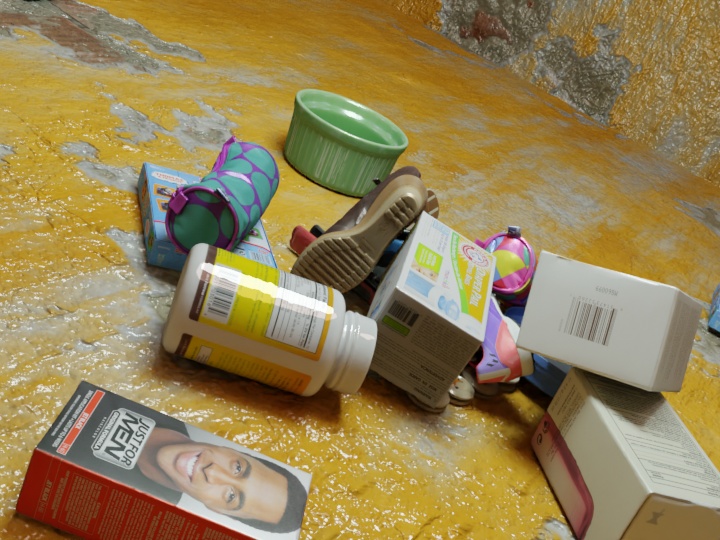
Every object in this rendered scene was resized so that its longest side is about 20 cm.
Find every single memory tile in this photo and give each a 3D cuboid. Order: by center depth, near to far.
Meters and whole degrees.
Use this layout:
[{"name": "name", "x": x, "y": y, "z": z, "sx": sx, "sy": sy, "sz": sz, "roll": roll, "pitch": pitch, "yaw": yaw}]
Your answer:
[{"name": "memory tile", "x": 0.090, "y": 0.103, "z": 1.124, "sx": 0.153, "sy": 0.017, "sz": 0.198, "roll": 41, "pitch": 27, "yaw": 31}]

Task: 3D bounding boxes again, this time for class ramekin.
[{"name": "ramekin", "x": -0.029, "y": -0.204, "z": 1.540, "sx": 0.196, "sy": 0.099, "sz": 0.201, "roll": 21, "pitch": 23, "yaw": -9}]

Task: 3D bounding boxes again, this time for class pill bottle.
[{"name": "pill bottle", "x": -0.087, "y": 0.055, "z": 0.931, "sx": 0.196, "sy": 0.111, "sz": 0.110, "roll": 20, "pitch": 24, "yaw": -13}]

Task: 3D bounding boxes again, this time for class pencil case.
[{"name": "pencil case", "x": -0.155, "y": -0.086, "z": 1.095, "sx": 0.093, "sy": 0.084, "sz": 0.201, "roll": 52, "pitch": 20, "yaw": -12}, {"name": "pencil case", "x": 0.204, "y": 0.004, "z": 1.276, "sx": 0.088, "sy": 0.089, "sz": 0.200, "roll": 34, "pitch": -1, "yaw": 21}]

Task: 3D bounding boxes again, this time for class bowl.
[{"name": "bowl", "x": 0.262, "y": 0.118, "z": 1.214, "sx": 0.197, "sy": 0.040, "sz": 0.201, "roll": 25, "pitch": 18, "yaw": -8}]

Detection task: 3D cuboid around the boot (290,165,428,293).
[{"name": "boot", "x": 0.001, "y": -0.049, "z": 1.173, "sx": 0.073, "sy": 0.199, "sz": 0.167, "roll": 51, "pitch": 11, "yaw": -11}]

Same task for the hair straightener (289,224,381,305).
[{"name": "hair straightener", "x": 0.000, "y": 0.000, "z": 1.212, "sx": 0.198, "sy": 0.042, "sz": 0.076, "roll": 33, "pitch": 24, "yaw": 30}]

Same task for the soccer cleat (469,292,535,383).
[{"name": "soccer cleat", "x": 0.143, "y": 0.073, "z": 1.145, "sx": 0.072, "sy": 0.070, "sz": 0.200, "roll": -17, "pitch": 25, "yaw": -8}]

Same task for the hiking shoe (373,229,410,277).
[{"name": "hiking shoe", "x": 0.088, "y": -0.007, "z": 1.260, "sx": 0.197, "sy": 0.088, "sz": 0.075, "roll": 25, "pitch": 23, "yaw": -1}]

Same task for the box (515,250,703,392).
[{"name": "box", "x": 0.279, "y": 0.060, "z": 1.048, "sx": 0.150, "sy": 0.109, "sz": 0.199, "roll": 16, "pitch": 1, "yaw": 27}]

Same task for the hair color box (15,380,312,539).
[{"name": "hair color box", "x": -0.141, "y": 0.166, "z": 0.709, "sx": 0.197, "sy": 0.062, "sz": 0.102, "roll": 24, "pitch": 22, "yaw": -6}]

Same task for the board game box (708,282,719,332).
[{"name": "board game box", "x": 0.704, "y": 0.094, "z": 1.704, "sx": 0.150, "sy": 0.037, "sz": 0.200, "roll": 31, "pitch": 25, "yaw": 13}]

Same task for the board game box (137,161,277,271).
[{"name": "board game box", "x": -0.189, "y": -0.057, "z": 1.153, "sx": 0.148, "sy": 0.037, "sz": 0.201, "roll": 14, "pitch": 27, "yaw": -24}]

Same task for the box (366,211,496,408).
[{"name": "box", "x": 0.077, "y": 0.037, "z": 1.065, "sx": 0.111, "sy": 0.102, "sz": 0.201, "roll": 31, "pitch": 29, "yaw": -4}]

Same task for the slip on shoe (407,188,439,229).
[{"name": "slip on shoe", "x": 0.048, "y": -0.077, "z": 1.409, "sx": 0.060, "sy": 0.078, "sz": 0.199, "roll": -9, "pitch": 14, "yaw": 34}]

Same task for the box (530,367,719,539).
[{"name": "box", "x": 0.276, "y": 0.211, "z": 0.966, "sx": 0.125, "sy": 0.111, "sz": 0.201, "roll": 16, "pitch": 25, "yaw": -19}]
